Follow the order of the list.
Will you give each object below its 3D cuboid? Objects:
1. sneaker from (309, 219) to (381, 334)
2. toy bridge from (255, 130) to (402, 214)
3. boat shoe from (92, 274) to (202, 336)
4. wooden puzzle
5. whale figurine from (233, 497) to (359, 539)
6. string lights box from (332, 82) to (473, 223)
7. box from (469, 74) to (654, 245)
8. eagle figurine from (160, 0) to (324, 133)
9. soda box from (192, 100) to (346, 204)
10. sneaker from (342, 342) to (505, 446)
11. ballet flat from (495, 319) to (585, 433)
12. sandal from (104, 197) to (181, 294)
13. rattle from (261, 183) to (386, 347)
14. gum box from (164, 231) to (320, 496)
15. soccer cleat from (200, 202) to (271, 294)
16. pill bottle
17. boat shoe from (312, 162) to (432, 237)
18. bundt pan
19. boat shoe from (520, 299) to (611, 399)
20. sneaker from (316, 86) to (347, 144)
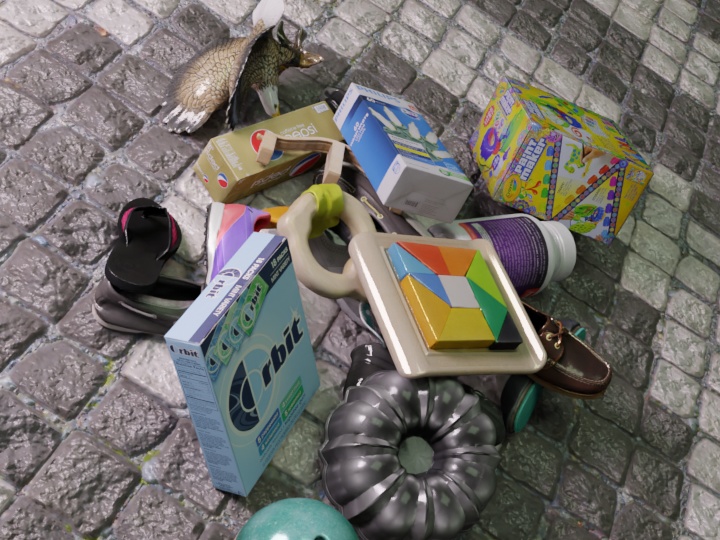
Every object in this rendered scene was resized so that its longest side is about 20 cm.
[{"bbox_3d":[0.000,0.000,1.209,0.200,0.082,0.075,41,46,5],"label":"sneaker"},{"bbox_3d":[-0.033,-0.131,1.230,0.199,0.027,0.068,20,43,-11],"label":"toy bridge"},{"bbox_3d":[-0.189,0.041,1.088,0.198,0.057,0.067,8,51,-24],"label":"boat shoe"},{"bbox_3d":[0.101,0.032,1.109,0.199,0.037,0.186,0,54,-34],"label":"wooden puzzle"},{"bbox_3d":[-0.049,0.307,0.923,0.158,0.104,0.201,7,52,-25],"label":"whale figurine"},{"bbox_3d":[0.048,-0.146,1.228,0.102,0.059,0.201,13,32,-32],"label":"string lights box"},{"bbox_3d":[0.278,-0.162,1.424,0.191,0.123,0.200,20,26,-14],"label":"box"},{"bbox_3d":[-0.145,-0.253,1.277,0.199,0.152,0.151,-25,63,-40],"label":"eagle figurine"},{"bbox_3d":[-0.111,-0.150,1.272,0.199,0.068,0.064,-26,78,-41],"label":"soda box"},{"bbox_3d":[0.068,0.163,1.137,0.199,0.076,0.091,24,56,-1],"label":"sneaker"},{"bbox_3d":[0.210,0.125,1.248,0.073,0.073,0.200,41,52,6],"label":"ballet flat"},{"bbox_3d":[-0.232,-0.039,1.094,0.075,0.045,0.200,18,23,-12],"label":"sandal"},{"bbox_3d":[-0.038,0.009,1.161,0.200,0.142,0.130,52,36,-17],"label":"rattle"},{"bbox_3d":[-0.111,0.093,1.002,0.044,0.201,0.170,9,40,24],"label":"gum box"},{"bbox_3d":[-0.132,0.018,1.058,0.072,0.068,0.202,2,61,-7],"label":"soccer cleat"},{"bbox_3d":[0.182,-0.016,1.304,0.199,0.112,0.112,-8,59,-33],"label":"pill bottle"},{"bbox_3d":[0.009,-0.065,1.262,0.201,0.072,0.060,40,44,19],"label":"boat shoe"},{"bbox_3d":[0.060,0.194,1.049,0.200,0.076,0.204,5,72,-14],"label":"bundt pan"},{"bbox_3d":[0.209,0.083,1.188,0.199,0.071,0.071,26,45,9],"label":"boat shoe"},{"bbox_3d":[0.019,-0.175,1.379,0.200,0.075,0.079,48,33,4],"label":"sneaker"}]
